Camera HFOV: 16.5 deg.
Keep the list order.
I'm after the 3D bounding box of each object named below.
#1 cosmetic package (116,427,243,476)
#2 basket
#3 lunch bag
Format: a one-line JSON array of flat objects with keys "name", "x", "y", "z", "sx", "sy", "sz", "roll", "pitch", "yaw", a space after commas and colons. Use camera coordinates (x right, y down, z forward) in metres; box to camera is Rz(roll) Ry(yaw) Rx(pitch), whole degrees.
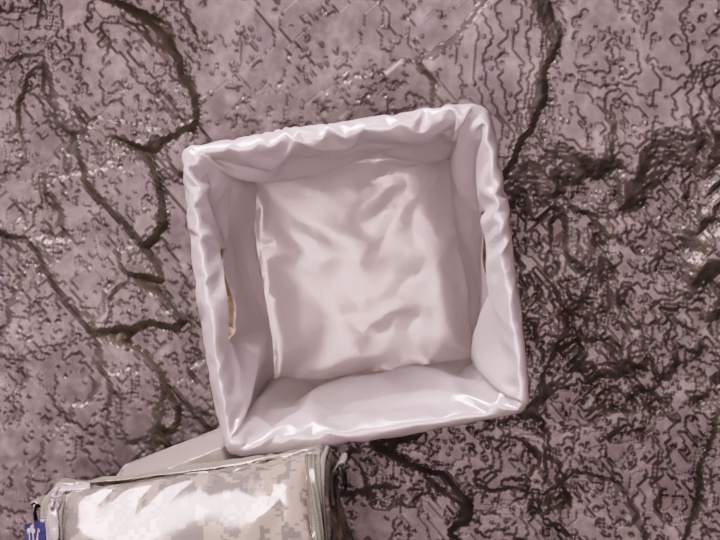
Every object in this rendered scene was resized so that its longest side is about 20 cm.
[{"name": "cosmetic package", "x": -0.089, "y": 0.214, "z": 1.649, "sx": 0.087, "sy": 0.103, "sz": 0.201, "roll": -20, "pitch": 93, "yaw": 5}, {"name": "basket", "x": 0.000, "y": 0.000, "z": 1.597, "sx": 0.199, "sy": 0.161, "sz": 0.199, "roll": -8, "pitch": 95, "yaw": 3}, {"name": "lunch bag", "x": -0.094, "y": 0.199, "z": 1.529, "sx": 0.199, "sy": 0.139, "sz": 0.169, "roll": -9, "pitch": 93, "yaw": 7}]
